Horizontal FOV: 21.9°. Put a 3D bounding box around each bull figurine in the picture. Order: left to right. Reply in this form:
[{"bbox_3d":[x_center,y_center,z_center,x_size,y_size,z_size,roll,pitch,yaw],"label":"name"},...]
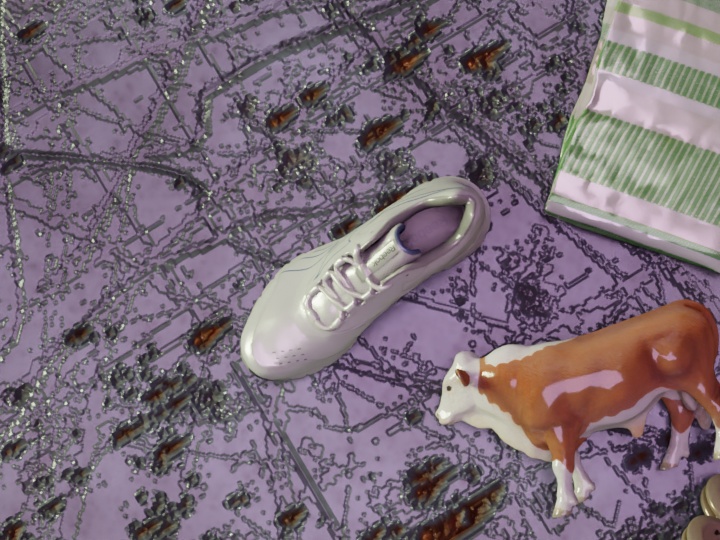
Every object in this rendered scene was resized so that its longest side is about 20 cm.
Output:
[{"bbox_3d":[0.152,0.090,1.239,0.199,0.065,0.122,-19,88,1],"label":"bull figurine"}]

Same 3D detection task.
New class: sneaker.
[{"bbox_3d":[0.000,0.000,1.237,0.200,0.087,0.075,-39,87,-2],"label":"sneaker"}]

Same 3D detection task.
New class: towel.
[{"bbox_3d":[0.223,-0.111,1.281,0.151,0.023,0.201,19,83,1],"label":"towel"}]

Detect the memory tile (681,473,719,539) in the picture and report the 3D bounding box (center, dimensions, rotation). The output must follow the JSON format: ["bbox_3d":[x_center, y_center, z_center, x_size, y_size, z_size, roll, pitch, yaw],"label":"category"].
[{"bbox_3d":[0.261,0.221,1.176,0.153,0.200,0.017,37,128,3],"label":"memory tile"}]
